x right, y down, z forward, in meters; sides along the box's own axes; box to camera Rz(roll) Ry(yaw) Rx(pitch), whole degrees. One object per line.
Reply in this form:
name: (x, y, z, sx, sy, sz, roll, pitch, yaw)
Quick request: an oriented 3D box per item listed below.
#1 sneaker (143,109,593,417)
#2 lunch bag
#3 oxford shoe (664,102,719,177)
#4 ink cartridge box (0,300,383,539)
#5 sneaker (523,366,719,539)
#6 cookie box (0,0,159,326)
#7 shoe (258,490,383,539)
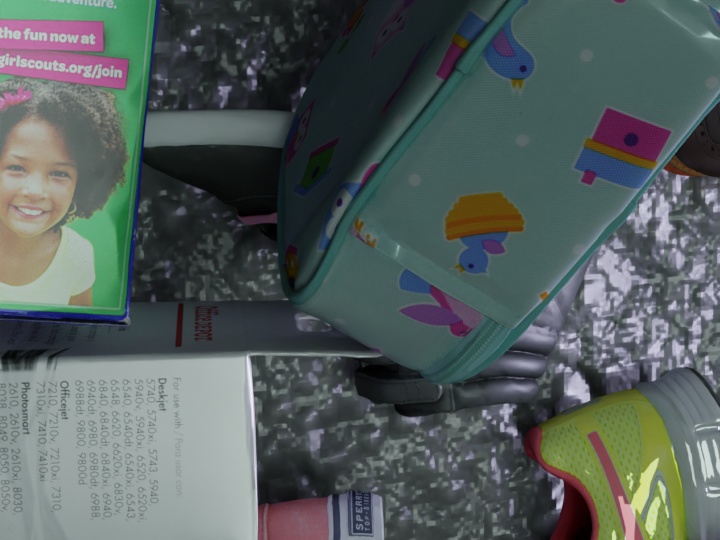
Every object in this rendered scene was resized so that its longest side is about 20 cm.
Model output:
sneaker: (0.000, 0.000, 0.789, 0.199, 0.071, 0.100, 13, 88, -27)
lunch bag: (0.054, -0.076, 0.659, 0.077, 0.161, 0.200, 32, 112, -16)
oxford shoe: (0.178, -0.128, 0.841, 0.071, 0.072, 0.201, 21, 90, -23)
ink cartridge box: (-0.094, 0.051, 0.707, 0.199, 0.116, 0.068, -2, 98, -4)
sneaker: (0.105, 0.142, 0.859, 0.090, 0.078, 0.201, -8, 95, -12)
cookie box: (-0.121, -0.096, 0.673, 0.075, 0.171, 0.201, 3, 97, -25)
shoe: (-0.033, 0.177, 0.810, 0.090, 0.072, 0.201, -2, 112, 1)
